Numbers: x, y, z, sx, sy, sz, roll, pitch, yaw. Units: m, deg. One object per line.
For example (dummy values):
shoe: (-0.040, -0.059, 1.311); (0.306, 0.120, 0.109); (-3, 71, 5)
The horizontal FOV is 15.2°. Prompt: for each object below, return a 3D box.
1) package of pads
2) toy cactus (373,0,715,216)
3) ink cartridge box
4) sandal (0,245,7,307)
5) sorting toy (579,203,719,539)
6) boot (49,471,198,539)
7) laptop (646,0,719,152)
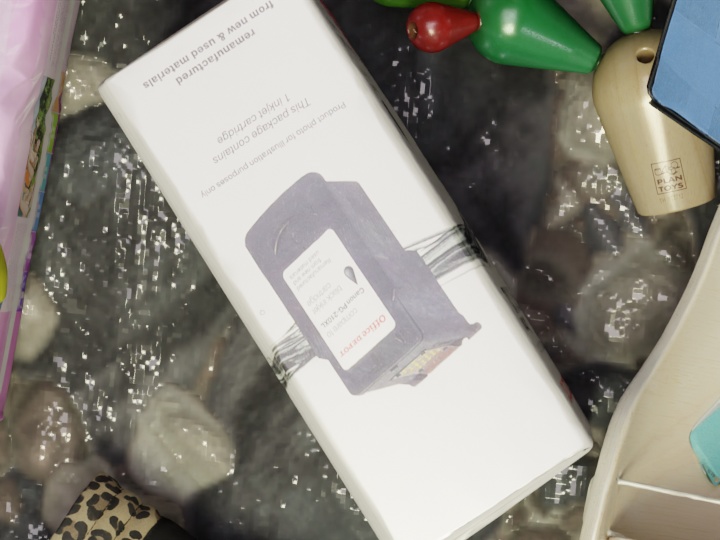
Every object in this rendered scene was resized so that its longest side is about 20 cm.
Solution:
package of pads: (-0.180, -0.048, 1.034); (0.120, 0.076, 0.201); (10, 91, 3)
toy cactus: (0.105, -0.104, 1.012); (0.199, 0.102, 0.166); (-15, 98, -4)
ink cartridge box: (0.000, 0.000, 0.984); (0.084, 0.145, 0.201); (-32, 87, 4)
sandal: (-0.221, -0.001, 0.968); (0.199, 0.079, 0.088); (11, 94, 15)
sorting toy: (0.191, 0.048, 0.998); (0.199, 0.107, 0.181); (11, 84, 4)
boot: (-0.085, 0.190, 1.026); (0.150, 0.073, 0.200); (32, 88, 3)
laptop: (0.219, -0.113, 0.908); (0.200, 0.187, 0.116); (-37, 43, 30)
